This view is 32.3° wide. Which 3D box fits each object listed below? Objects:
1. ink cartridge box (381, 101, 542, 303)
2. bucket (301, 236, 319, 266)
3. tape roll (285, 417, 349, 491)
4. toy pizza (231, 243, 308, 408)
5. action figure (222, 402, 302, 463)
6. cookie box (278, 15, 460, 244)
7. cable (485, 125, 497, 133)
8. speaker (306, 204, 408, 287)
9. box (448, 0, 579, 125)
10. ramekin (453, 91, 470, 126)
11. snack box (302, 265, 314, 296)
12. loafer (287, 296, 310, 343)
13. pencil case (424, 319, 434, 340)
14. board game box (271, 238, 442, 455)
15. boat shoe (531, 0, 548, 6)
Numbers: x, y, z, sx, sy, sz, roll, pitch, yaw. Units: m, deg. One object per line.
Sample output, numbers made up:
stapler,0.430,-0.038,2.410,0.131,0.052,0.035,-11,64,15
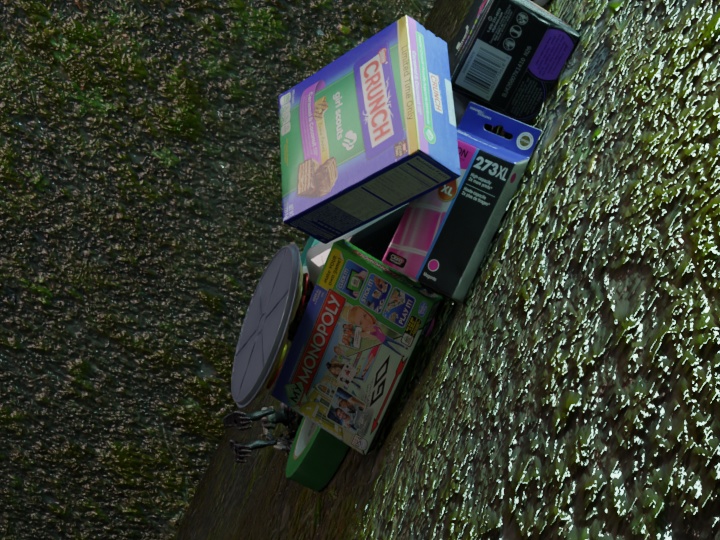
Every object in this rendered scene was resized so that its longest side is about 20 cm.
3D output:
ink cartridge box,0.107,-0.076,1.312,0.202,0.094,0.037,-64,-27,-1
bucket,-0.025,-0.002,1.904,0.207,0.133,0.209,-155,90,-85
tape roll,-0.037,0.192,1.658,0.201,0.048,0.202,-90,26,-76
toy pizza,-0.104,0.067,1.464,0.200,0.031,0.203,-160,89,-74
action figure,-0.107,0.228,1.860,0.199,0.101,0.121,-16,-68,-46
cookie box,0.005,-0.149,1.346,0.199,0.075,0.173,-25,56,36
cable,0.105,-0.200,1.613,0.201,0.161,0.051,-95,-11,-51
speaker,0.035,-0.033,1.415,0.199,0.081,0.082,-28,24,26
box,0.167,-0.255,1.436,0.123,0.105,0.200,-61,7,15
ramekin,0.060,-0.144,1.476,0.204,0.200,0.094,-63,10,7
snack box,0.000,0.000,1.532,0.072,0.197,0.025,-43,-60,-64
loafer,-0.056,0.055,1.525,0.200,0.071,0.064,-122,54,-80
pencil case,0.024,0.071,1.472,0.089,0.088,0.200,-67,6,-20
board game box,-0.007,0.086,1.377,0.029,0.134,0.202,-25,-39,-63
boat shoe,0.226,-0.394,1.664,0.074,0.065,0.200,-65,6,-7
